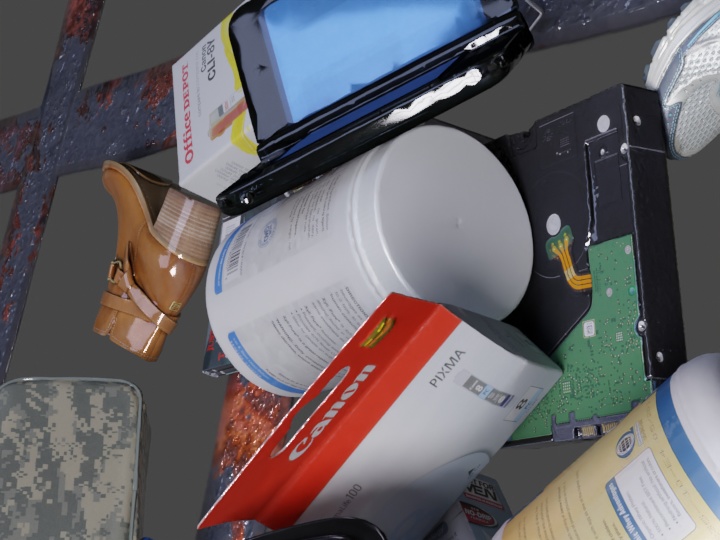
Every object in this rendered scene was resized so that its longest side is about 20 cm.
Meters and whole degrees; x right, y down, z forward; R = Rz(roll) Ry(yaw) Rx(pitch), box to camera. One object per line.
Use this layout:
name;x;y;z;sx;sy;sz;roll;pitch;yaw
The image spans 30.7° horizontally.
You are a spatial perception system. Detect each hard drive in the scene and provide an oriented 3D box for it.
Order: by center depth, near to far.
hard drive;0.133;0.003;0.803;0.139;0.038;0.202;-21;67;54

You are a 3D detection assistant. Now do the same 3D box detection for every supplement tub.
supplement tub;0.152;0.155;0.664;0.200;0.144;0.145;-46;43;22
supplement tub;0.000;0.000;0.847;0.199;0.131;0.133;-23;55;49

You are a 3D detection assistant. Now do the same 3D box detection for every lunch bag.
lunch bag;-0.245;0.210;1.099;0.168;0.138;0.202;96;172;-60

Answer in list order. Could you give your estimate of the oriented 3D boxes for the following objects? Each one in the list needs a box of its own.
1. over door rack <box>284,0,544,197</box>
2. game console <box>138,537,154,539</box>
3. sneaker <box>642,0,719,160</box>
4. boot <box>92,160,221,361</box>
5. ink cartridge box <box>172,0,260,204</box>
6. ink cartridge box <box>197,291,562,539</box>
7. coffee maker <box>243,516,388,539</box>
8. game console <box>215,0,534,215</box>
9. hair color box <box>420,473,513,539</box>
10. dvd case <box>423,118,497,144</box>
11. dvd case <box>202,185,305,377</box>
over door rack;0.030;-0.139;0.941;0.200;0.067;0.148;-38;4;22
game console;-0.157;0.329;0.961;0.117;0.171;0.201;-23;51;7
sneaker;0.245;-0.140;0.763;0.201;0.077;0.086;-53;47;19
boot;-0.211;-0.012;1.234;0.199;0.076;0.156;27;97;44
ink cartridge box;-0.070;-0.162;1.127;0.199;0.083;0.146;-34;49;34
ink cartridge box;0.020;0.094;0.716;0.047;0.200;0.160;44;101;23
coffee maker;-0.027;0.227;0.674;0.134;0.201;0.192;-30;42;-21
game console;-0.006;-0.141;0.814;0.199;0.117;0.176;-25;10;21
hair color box;0.068;0.227;0.792;0.099;0.060;0.201;-46;44;23
dvd case;0.060;0.002;0.929;0.150;0.025;0.201;26;89;45
dvd case;-0.055;0.001;1.078;0.199;0.022;0.147;-18;59;42
